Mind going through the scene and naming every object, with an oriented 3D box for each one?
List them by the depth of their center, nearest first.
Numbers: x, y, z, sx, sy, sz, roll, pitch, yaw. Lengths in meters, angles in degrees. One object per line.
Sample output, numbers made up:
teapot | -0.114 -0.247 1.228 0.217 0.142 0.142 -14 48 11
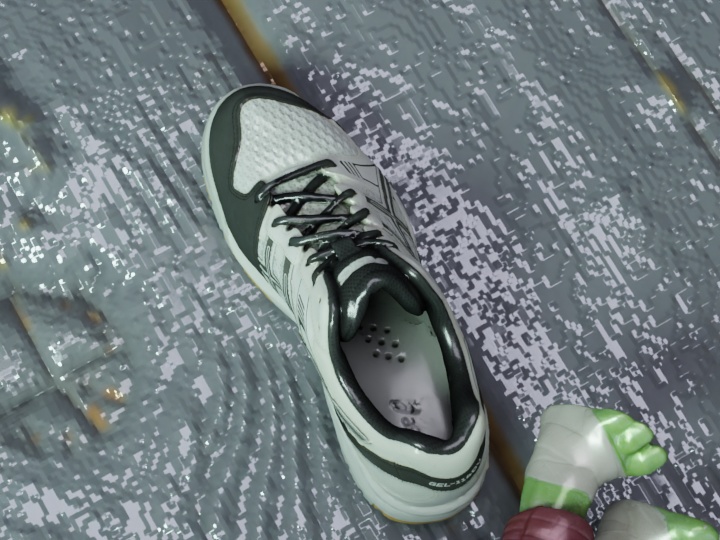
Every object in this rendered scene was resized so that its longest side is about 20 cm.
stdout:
turtle figurine | 0.083 0.156 0.766 0.143 0.200 0.195 36 62 -9
sneaker | 0.000 0.000 0.850 0.075 0.088 0.201 -27 74 -12
